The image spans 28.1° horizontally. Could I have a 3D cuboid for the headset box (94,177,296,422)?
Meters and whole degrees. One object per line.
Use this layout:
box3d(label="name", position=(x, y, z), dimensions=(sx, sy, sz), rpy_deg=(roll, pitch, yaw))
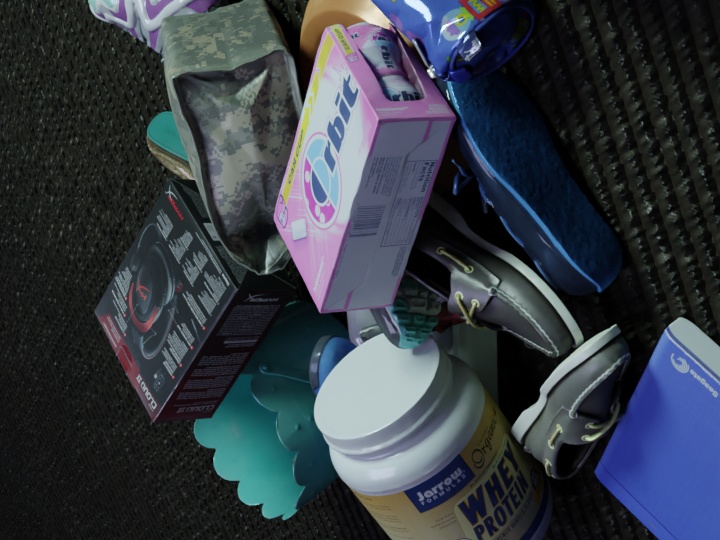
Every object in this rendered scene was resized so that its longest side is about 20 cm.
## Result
box3d(label="headset box", position=(-0.166, 0.036, 1.364), dimensions=(0.200, 0.075, 0.149), rpy_deg=(-56, 52, 29))

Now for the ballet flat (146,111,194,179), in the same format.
box3d(label="ballet flat", position=(-0.136, -0.098, 1.438), dimensions=(0.200, 0.071, 0.065), rpy_deg=(39, 172, 36))

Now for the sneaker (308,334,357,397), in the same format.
box3d(label="sneaker", position=(0.020, 0.127, 1.358), dimensions=(0.078, 0.066, 0.200), rpy_deg=(8, 148, 34))

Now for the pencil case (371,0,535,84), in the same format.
box3d(label="pencil case", position=(0.035, -0.216, 1.034), dimensions=(0.200, 0.087, 0.078), rpy_deg=(47, -179, 21))

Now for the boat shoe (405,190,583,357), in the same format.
box3d(label="boat shoe", position=(0.089, 0.011, 1.125), dimensions=(0.201, 0.060, 0.072), rpy_deg=(41, 162, 36))

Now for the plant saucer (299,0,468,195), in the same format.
box3d(label="plant saucer", position=(0.013, -0.146, 1.179), dimensions=(0.200, 0.037, 0.201), rpy_deg=(38, 145, 33))

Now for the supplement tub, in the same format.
box3d(label="supplement tub", position=(0.062, 0.161, 1.229), dimensions=(0.144, 0.145, 0.200), rpy_deg=(12, 145, 52))

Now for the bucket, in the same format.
box3d(label="bucket", position=(-0.076, 0.140, 1.475), dimensions=(0.207, 0.134, 0.208), rpy_deg=(38, 145, 33))

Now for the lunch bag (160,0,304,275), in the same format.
box3d(label="lunch bag", position=(-0.097, -0.114, 1.248), dimensions=(0.164, 0.117, 0.201), rpy_deg=(-111, 8, -62))

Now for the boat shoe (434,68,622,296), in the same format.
box3d(label="boat shoe", position=(0.109, -0.061, 1.064), dimensions=(0.201, 0.084, 0.069), rpy_deg=(60, 148, 1))

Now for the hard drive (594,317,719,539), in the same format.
box3d(label="hard drive", position=(0.255, 0.142, 1.086), dimensions=(0.132, 0.025, 0.201), rpy_deg=(45, 148, 24))

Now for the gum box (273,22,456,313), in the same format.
box3d(label="gum box", position=(0.000, -0.080, 1.095), dimensions=(0.114, 0.066, 0.201), rpy_deg=(62, 146, 40))

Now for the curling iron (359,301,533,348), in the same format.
box3d(label="curling iron", position=(0.076, 0.047, 1.212), dimensions=(0.199, 0.026, 0.050), rpy_deg=(-8, 111, 38))

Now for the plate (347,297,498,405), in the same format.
box3d(label="plate", position=(0.044, 0.041, 1.307), dimensions=(0.200, 0.032, 0.200), rpy_deg=(32, 142, 38))

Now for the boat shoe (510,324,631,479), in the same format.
box3d(label="boat shoe", position=(0.175, 0.106, 1.129), dimensions=(0.060, 0.072, 0.202), rpy_deg=(53, 157, 17))

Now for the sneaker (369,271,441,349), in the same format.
box3d(label="sneaker", position=(0.000, 0.000, 1.233), dimensions=(0.091, 0.077, 0.201), rpy_deg=(-49, 46, 27))

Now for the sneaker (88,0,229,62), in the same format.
box3d(label="sneaker", position=(-0.181, -0.217, 1.367), dimensions=(0.200, 0.078, 0.141), rpy_deg=(5, 120, 56))
